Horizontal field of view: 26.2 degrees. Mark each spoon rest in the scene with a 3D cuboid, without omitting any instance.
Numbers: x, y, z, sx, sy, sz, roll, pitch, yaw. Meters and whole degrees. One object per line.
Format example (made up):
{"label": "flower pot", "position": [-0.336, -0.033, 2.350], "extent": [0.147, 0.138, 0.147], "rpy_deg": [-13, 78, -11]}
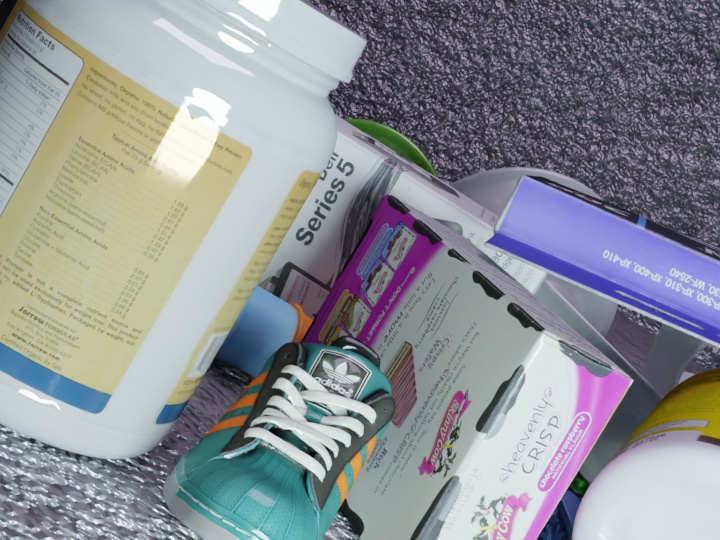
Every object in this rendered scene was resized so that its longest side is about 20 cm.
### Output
{"label": "spoon rest", "position": [0.224, 0.086, 1.051], "extent": [0.099, 0.060, 0.201], "rpy_deg": [49, -13, 35]}

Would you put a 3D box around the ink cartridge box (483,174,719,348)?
{"label": "ink cartridge box", "position": [0.174, 0.001, 0.872], "extent": [0.197, 0.044, 0.200], "rpy_deg": [24, 9, 8]}

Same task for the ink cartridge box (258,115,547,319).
{"label": "ink cartridge box", "position": [0.000, 0.000, 0.977], "extent": [0.199, 0.146, 0.084], "rpy_deg": [31, 9, 2]}

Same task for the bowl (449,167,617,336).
{"label": "bowl", "position": [0.122, 0.026, 1.235], "extent": [0.200, 0.201, 0.091], "rpy_deg": [28, 29, -22]}

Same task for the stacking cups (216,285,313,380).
{"label": "stacking cups", "position": [-0.061, 0.029, 0.873], "extent": [0.199, 0.061, 0.061], "rpy_deg": [28, 9, -26]}

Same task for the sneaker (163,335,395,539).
{"label": "sneaker", "position": [-0.029, 0.070, 0.667], "extent": [0.071, 0.080, 0.200], "rpy_deg": [31, 8, 0]}

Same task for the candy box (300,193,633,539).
{"label": "candy box", "position": [0.036, 0.061, 0.779], "extent": [0.061, 0.137, 0.200], "rpy_deg": [26, 10, -27]}

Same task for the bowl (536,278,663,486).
{"label": "bowl", "position": [0.157, 0.097, 1.077], "extent": [0.200, 0.075, 0.200], "rpy_deg": [47, -2, 24]}

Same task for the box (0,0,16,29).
{"label": "box", "position": [-0.303, -0.205, 1.161], "extent": [0.195, 0.125, 0.200], "rpy_deg": [28, 8, -12]}

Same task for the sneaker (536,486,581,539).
{"label": "sneaker", "position": [0.089, 0.123, 0.840], "extent": [0.077, 0.071, 0.200], "rpy_deg": [22, 11, -27]}

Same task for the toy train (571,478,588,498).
{"label": "toy train", "position": [0.097, 0.124, 0.984], "extent": [0.056, 0.042, 0.200], "rpy_deg": [17, 13, -23]}

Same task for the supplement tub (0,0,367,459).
{"label": "supplement tub", "position": [-0.099, -0.041, 0.647], "extent": [0.144, 0.201, 0.145], "rpy_deg": [31, 7, -4]}

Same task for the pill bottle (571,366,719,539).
{"label": "pill bottle", "position": [0.181, 0.112, 0.769], "extent": [0.109, 0.110, 0.200], "rpy_deg": [33, 22, 14]}

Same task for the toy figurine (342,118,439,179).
{"label": "toy figurine", "position": [-0.047, -0.043, 1.123], "extent": [0.200, 0.150, 0.184], "rpy_deg": [41, 18, 5]}
